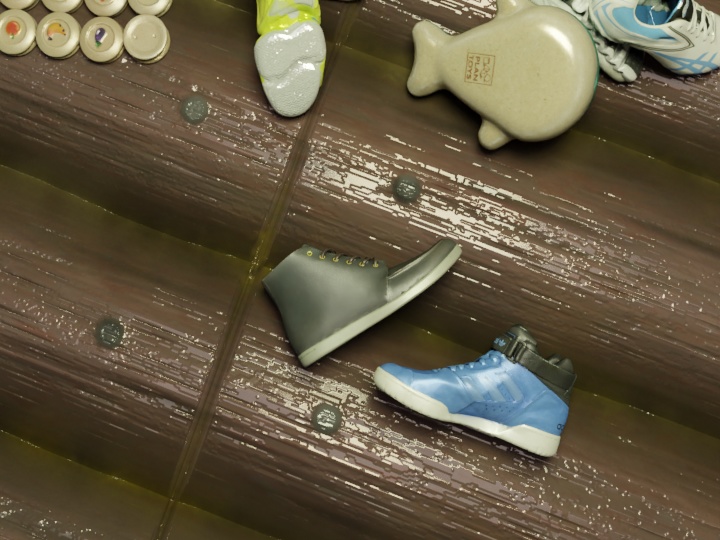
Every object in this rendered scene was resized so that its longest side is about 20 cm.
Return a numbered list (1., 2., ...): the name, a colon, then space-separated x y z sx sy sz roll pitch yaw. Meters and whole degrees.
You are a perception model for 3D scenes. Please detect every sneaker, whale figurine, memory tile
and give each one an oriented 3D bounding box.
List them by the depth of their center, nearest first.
1. sneaker: 0.117 0.098 0.834 0.196 0.077 0.114 19 90 -1
2. sneaker: 0.000 0.000 0.850 0.198 0.075 0.108 -32 86 -2
3. sneaker: 0.319 -0.248 0.850 0.196 0.072 0.074 7 80 -29
4. whale figurine: 0.148 -0.208 0.872 0.196 0.103 0.163 12 109 25
5. sneaker: 0.221 -0.276 0.886 0.200 0.081 0.076 45 63 -13
6. sneaker: -0.077 -0.271 0.892 0.074 0.105 0.205 -3 112 -5
7. memory tile: -0.301 -0.304 0.921 0.194 0.017 0.158 3 83 1
